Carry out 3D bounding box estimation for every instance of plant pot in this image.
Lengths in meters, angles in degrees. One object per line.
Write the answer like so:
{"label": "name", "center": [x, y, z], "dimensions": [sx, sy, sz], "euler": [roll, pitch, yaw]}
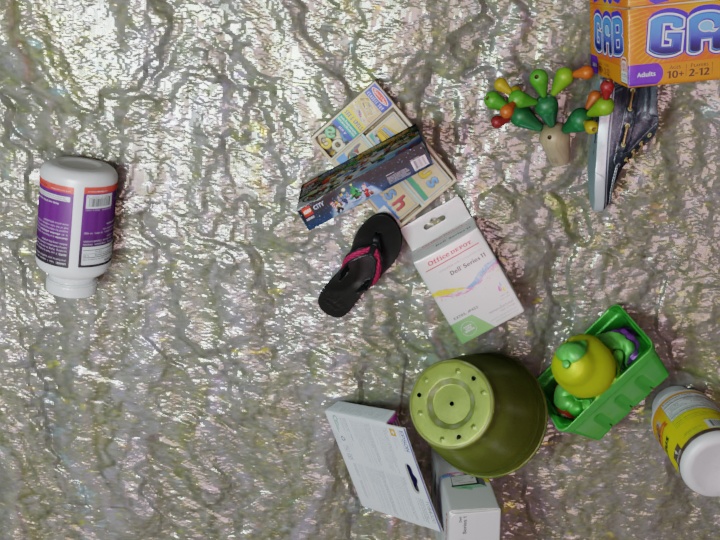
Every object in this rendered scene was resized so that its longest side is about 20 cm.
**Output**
{"label": "plant pot", "center": [0.165, 0.212, 1.378], "dimensions": [0.199, 0.193, 0.201], "euler": [-6, 75, 23]}

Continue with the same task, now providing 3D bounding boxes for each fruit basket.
{"label": "fruit basket", "center": [0.356, 0.151, 1.419], "dimensions": [0.214, 0.156, 0.217], "euler": [-5, 119, -10]}

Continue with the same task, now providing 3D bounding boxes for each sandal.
{"label": "sandal", "center": [0.000, 0.000, 1.417], "dimensions": [0.075, 0.045, 0.200], "euler": [33, 112, -4]}

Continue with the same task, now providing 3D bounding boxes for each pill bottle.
{"label": "pill bottle", "center": [0.530, 0.260, 1.433], "dimensions": [0.109, 0.200, 0.110], "euler": [0, 108, 0]}
{"label": "pill bottle", "center": [-0.432, -0.065, 1.374], "dimensions": [0.112, 0.113, 0.201], "euler": [9, 108, -3]}

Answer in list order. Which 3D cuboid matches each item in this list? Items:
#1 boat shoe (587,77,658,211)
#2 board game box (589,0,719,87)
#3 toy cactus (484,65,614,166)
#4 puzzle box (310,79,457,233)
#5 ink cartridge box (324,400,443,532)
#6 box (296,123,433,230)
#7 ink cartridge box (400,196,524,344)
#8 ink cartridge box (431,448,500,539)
{"label": "boat shoe", "center": [0.393, -0.186, 1.352], "dimensions": [0.090, 0.071, 0.201], "euler": [2, 106, 4]}
{"label": "board game box", "center": [0.432, -0.368, 1.225], "dimensions": [0.199, 0.200, 0.201], "euler": [-6, 108, 2]}
{"label": "toy cactus", "center": [0.278, -0.217, 1.321], "dimensions": [0.199, 0.103, 0.165], "euler": [0, 138, 27]}
{"label": "puzzle box", "center": [0.037, -0.172, 1.383], "dimensions": [0.133, 0.025, 0.200], "euler": [-40, 104, 12]}
{"label": "ink cartridge box", "center": [0.046, 0.314, 1.471], "dimensions": [0.043, 0.200, 0.197], "euler": [-33, 112, -36]}
{"label": "box", "center": [0.005, -0.138, 1.309], "dimensions": [0.199, 0.137, 0.038], "euler": [-27, 108, 9]}
{"label": "ink cartridge box", "center": [0.157, -0.001, 1.417], "dimensions": [0.117, 0.067, 0.200], "euler": [-30, 106, 10]}
{"label": "ink cartridge box", "center": [0.168, 0.397, 1.477], "dimensions": [0.084, 0.200, 0.146], "euler": [-2, 109, -3]}
